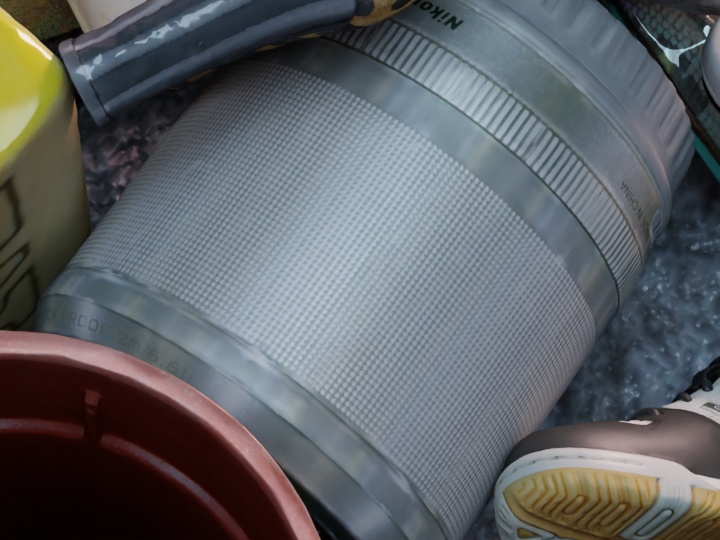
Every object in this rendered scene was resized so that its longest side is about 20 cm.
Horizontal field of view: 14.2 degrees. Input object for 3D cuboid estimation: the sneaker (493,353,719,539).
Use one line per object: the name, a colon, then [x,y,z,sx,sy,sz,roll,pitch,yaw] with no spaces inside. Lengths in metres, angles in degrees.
sneaker: [0.122,0.061,0.983,0.199,0.076,0.088,7,60,-35]

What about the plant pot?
plant pot: [-0.107,0.144,0.900,0.199,0.195,0.202,1,71,-3]

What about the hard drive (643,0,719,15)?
hard drive: [0.029,-0.138,0.953,0.199,0.140,0.038,18,84,11]

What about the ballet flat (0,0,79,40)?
ballet flat: [-0.068,-0.152,1.068,0.199,0.071,0.071,-29,75,-11]

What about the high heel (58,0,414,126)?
high heel: [-0.030,-0.112,0.942,0.142,0.200,0.072,-26,112,3]

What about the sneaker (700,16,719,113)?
sneaker: [0.195,-0.011,1.007,0.199,0.112,0.073,26,57,0]

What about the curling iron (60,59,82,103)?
curling iron: [-0.059,-0.104,1.062,0.199,0.050,0.026,-32,58,1]

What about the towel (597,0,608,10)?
towel: [0.122,-0.150,1.101,0.199,0.022,0.148,12,73,-1]

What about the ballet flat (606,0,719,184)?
ballet flat: [0.106,-0.115,1.038,0.071,0.069,0.200,-40,82,13]

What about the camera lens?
camera lens: [0.000,0.000,0.971,0.160,0.160,0.200,34,73,8]

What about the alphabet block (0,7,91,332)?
alphabet block: [-0.218,-0.017,0.946,0.195,0.200,0.197,39,74,9]
